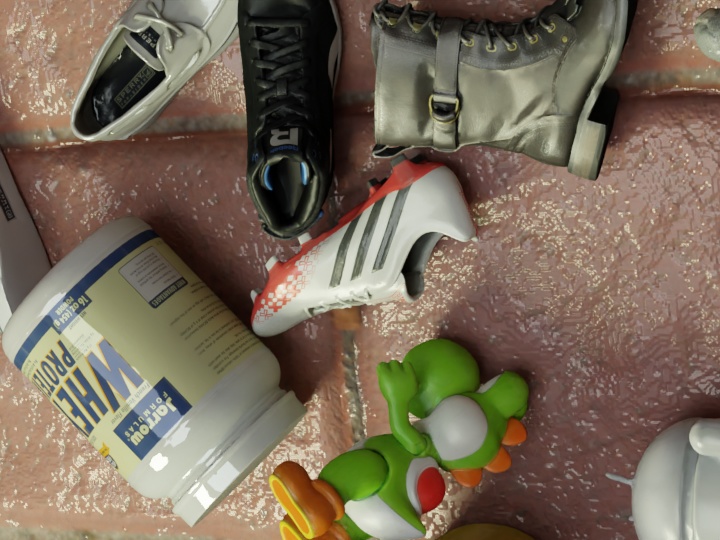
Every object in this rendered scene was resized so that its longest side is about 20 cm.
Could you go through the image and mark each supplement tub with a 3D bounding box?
[{"bbox_3d":[-0.150,0.075,1.501,0.200,0.145,0.145,45,118,4],"label":"supplement tub"}]

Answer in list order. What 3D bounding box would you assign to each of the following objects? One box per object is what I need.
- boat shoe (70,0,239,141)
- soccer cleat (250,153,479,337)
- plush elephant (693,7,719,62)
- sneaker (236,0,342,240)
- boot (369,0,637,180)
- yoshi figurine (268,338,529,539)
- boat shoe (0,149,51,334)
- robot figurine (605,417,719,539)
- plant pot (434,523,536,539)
[{"bbox_3d":[-0.144,-0.169,1.461,0.072,0.066,0.200,48,118,3],"label":"boat shoe"},{"bbox_3d":[0.000,0.000,1.453,0.200,0.068,0.085,-40,74,24],"label":"soccer cleat"},{"bbox_3d":[0.288,-0.217,1.210,0.199,0.165,0.156,-27,111,0],"label":"plush elephant"},{"bbox_3d":[-0.047,-0.120,1.403,0.072,0.112,0.201,-5,110,3],"label":"sneaker"},{"bbox_3d":[0.090,-0.153,1.351,0.173,0.069,0.201,13,114,10],"label":"boot"},{"bbox_3d":[0.023,0.119,1.440,0.113,0.199,0.112,62,160,-10],"label":"yoshi figurine"},{"bbox_3d":[-0.298,-0.025,1.574,0.067,0.072,0.201,-19,96,25],"label":"boat shoe"},{"bbox_3d":[0.268,0.157,1.363,0.199,0.113,0.170,0,135,24],"label":"robot figurine"},{"bbox_3d":[0.068,0.275,1.447,0.199,0.189,0.202,8,111,21],"label":"plant pot"}]
